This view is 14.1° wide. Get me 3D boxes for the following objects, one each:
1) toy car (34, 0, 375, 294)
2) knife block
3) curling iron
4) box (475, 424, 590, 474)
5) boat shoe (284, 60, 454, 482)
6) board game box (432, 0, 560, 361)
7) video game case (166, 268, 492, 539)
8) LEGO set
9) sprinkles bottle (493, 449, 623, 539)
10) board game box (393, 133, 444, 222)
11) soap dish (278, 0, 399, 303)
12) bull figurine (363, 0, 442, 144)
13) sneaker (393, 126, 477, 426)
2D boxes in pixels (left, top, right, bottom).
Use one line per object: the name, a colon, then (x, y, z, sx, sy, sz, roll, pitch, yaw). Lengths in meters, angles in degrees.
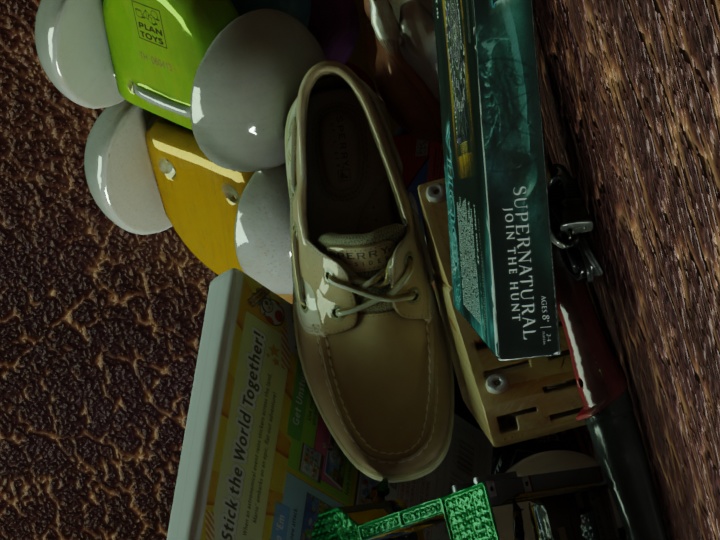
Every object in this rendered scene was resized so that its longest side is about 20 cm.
toy car: (-0.060, -0.096, 1.523, 0.175, 0.150, 0.200, 24, 144, 39)
knife block: (0.077, 0.039, 1.401, 0.176, 0.064, 0.200, 76, 178, -51)
curling iron: (0.103, 0.053, 1.248, 0.050, 0.026, 0.200, -105, 0, -84)
box: (0.061, 0.146, 1.616, 0.160, 0.049, 0.200, -105, 31, -62)
boat shoe: (0.000, 0.000, 1.373, 0.065, 0.072, 0.200, 78, -177, -77)
board game box: (0.053, -0.072, 1.219, 0.135, 0.028, 0.200, -122, 28, -80)
video game case: (-0.013, 0.122, 1.383, 0.182, 0.023, 0.200, 35, -135, -30)
LEGO set: (0.074, 0.172, 1.305, 0.154, 0.116, 0.200, -36, 66, 43)
sprinkles bottle: (0.104, 0.165, 1.463, 0.200, 0.068, 0.068, 78, 177, -57)
board game box: (0.017, 0.028, 1.537, 0.103, 0.019, 0.200, -3, 80, 60)
soap dish: (-0.006, -0.093, 1.667, 0.081, 0.157, 0.200, 152, 104, -71)
bull figurine: (0.029, -0.128, 1.469, 0.200, 0.065, 0.122, -108, -1, -71)
sneaker: (0.053, -0.003, 1.573, 0.083, 0.071, 0.200, -7, 74, 52)
